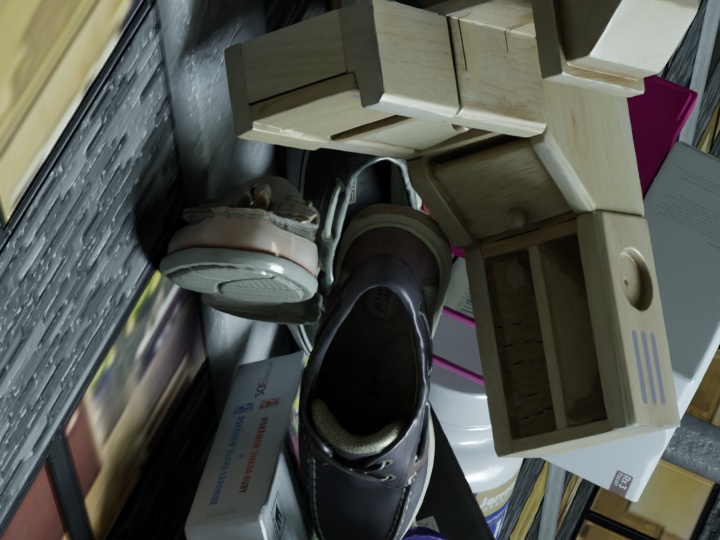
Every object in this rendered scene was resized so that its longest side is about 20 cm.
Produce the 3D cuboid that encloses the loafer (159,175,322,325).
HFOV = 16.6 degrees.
[{"bbox_3d":[-0.049,-0.016,1.132,0.200,0.072,0.063,70,28,-82],"label":"loafer"}]

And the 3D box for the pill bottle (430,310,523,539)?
[{"bbox_3d":[0.047,0.132,1.671,0.120,0.119,0.201,-51,160,-52],"label":"pill bottle"}]

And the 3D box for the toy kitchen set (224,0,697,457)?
[{"bbox_3d":[0.076,-0.024,1.051,0.200,0.163,0.181,6,73,-53],"label":"toy kitchen set"}]

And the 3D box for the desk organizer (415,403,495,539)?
[{"bbox_3d":[0.036,0.157,1.482,0.200,0.071,0.077,-115,-175,-56],"label":"desk organizer"}]

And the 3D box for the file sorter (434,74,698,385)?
[{"bbox_3d":[0.103,-0.036,1.563,0.200,0.139,0.126,-57,166,-40],"label":"file sorter"}]

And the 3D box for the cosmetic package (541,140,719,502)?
[{"bbox_3d":[0.179,0.029,1.490,0.200,0.081,0.113,-53,166,-47],"label":"cosmetic package"}]

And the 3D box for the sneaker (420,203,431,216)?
[{"bbox_3d":[0.000,0.000,1.377,0.082,0.077,0.201,-102,-158,-62],"label":"sneaker"}]

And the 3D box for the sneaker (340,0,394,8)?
[{"bbox_3d":[0.047,-0.122,1.235,0.200,0.088,0.076,33,47,-79],"label":"sneaker"}]

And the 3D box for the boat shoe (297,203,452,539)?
[{"bbox_3d":[0.001,0.065,1.174,0.065,0.072,0.201,-61,165,-55],"label":"boat shoe"}]

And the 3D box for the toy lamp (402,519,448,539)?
[{"bbox_3d":[0.011,0.111,1.436,0.200,0.058,0.058,-111,-147,-57],"label":"toy lamp"}]

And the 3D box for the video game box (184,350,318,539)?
[{"bbox_3d":[-0.033,0.170,1.268,0.182,0.047,0.201,-70,149,-65],"label":"video game box"}]

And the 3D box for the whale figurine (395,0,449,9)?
[{"bbox_3d":[0.067,-0.188,1.114,0.200,0.104,0.160,-26,114,-38],"label":"whale figurine"}]

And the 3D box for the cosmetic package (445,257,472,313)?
[{"bbox_3d":[0.073,0.095,1.830,0.200,0.071,0.105,101,17,-44],"label":"cosmetic package"}]

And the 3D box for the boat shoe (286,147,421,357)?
[{"bbox_3d":[-0.001,-0.001,1.267,0.070,0.064,0.200,-21,138,-14],"label":"boat shoe"}]
